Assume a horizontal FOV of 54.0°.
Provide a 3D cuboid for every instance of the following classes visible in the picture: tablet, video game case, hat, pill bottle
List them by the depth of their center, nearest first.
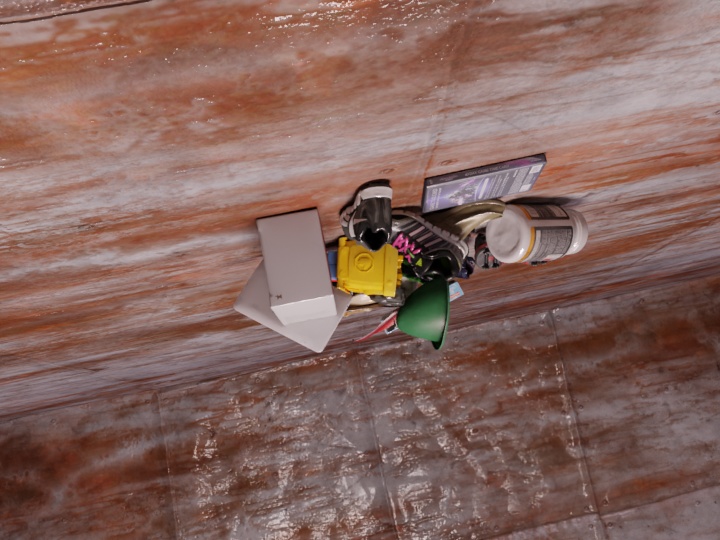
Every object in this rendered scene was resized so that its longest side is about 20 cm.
[{"bbox_3d":[0.204,-0.145,1.198,0.198,0.019,0.143,-11,168,0],"label":"video game case"},{"bbox_3d":[-0.129,0.059,1.342,0.199,0.131,0.014,25,158,15],"label":"tablet"},{"bbox_3d":[0.361,-0.076,1.432,0.198,0.118,0.116,-3,165,-34],"label":"pill bottle"},{"bbox_3d":[0.083,0.088,1.485,0.174,0.202,0.166,3,-164,-6],"label":"hat"}]

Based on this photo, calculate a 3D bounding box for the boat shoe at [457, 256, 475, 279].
[{"bbox_3d":[0.221,-0.003,1.655,0.092,0.075,0.200,24,176,15],"label":"boat shoe"}]

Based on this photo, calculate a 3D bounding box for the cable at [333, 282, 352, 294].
[{"bbox_3d":[-0.003,0.020,1.655,0.162,0.051,0.200,-15,-177,-16],"label":"cable"}]

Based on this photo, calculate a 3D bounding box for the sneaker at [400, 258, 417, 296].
[{"bbox_3d":[0.119,0.029,1.722,0.074,0.101,0.200,-9,167,0],"label":"sneaker"}]

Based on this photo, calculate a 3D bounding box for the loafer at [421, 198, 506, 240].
[{"bbox_3d":[0.184,-0.083,1.342,0.198,0.068,0.076,-17,167,23],"label":"loafer"}]

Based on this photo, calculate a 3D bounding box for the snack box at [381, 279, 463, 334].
[{"bbox_3d":[0.143,0.083,1.663,0.199,0.037,0.116,-28,180,4],"label":"snack box"}]

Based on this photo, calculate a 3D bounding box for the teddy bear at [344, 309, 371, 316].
[{"bbox_3d":[0.011,0.091,1.982,0.144,0.067,0.200,-10,169,-23],"label":"teddy bear"}]

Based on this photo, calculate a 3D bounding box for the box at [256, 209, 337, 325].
[{"bbox_3d":[-0.107,0.000,1.234,0.105,0.154,0.200,-10,169,-3],"label":"box"}]

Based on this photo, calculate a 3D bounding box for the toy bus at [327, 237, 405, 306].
[{"bbox_3d":[0.000,0.000,1.436,0.190,0.137,0.200,0,172,6],"label":"toy bus"}]

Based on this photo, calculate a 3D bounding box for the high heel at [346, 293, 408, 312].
[{"bbox_3d":[0.018,0.081,1.707,0.142,0.072,0.199,-34,-152,-26],"label":"high heel"}]

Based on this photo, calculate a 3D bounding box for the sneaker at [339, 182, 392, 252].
[{"bbox_3d":[0.009,-0.069,1.171,0.066,0.091,0.200,-2,165,-15],"label":"sneaker"}]

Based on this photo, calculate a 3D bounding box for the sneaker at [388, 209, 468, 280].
[{"bbox_3d":[0.103,-0.040,1.272,0.198,0.088,0.074,22,140,-14],"label":"sneaker"}]

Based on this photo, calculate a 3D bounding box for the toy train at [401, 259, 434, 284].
[{"bbox_3d":[0.102,-0.001,1.591,0.199,0.042,0.056,20,178,-28],"label":"toy train"}]

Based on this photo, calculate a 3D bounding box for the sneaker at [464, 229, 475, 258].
[{"bbox_3d":[0.202,-0.060,1.466,0.115,0.076,0.199,-29,164,33],"label":"sneaker"}]

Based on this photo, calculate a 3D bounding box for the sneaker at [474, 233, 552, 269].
[{"bbox_3d":[0.341,-0.057,1.557,0.198,0.098,0.071,-5,128,-5],"label":"sneaker"}]
